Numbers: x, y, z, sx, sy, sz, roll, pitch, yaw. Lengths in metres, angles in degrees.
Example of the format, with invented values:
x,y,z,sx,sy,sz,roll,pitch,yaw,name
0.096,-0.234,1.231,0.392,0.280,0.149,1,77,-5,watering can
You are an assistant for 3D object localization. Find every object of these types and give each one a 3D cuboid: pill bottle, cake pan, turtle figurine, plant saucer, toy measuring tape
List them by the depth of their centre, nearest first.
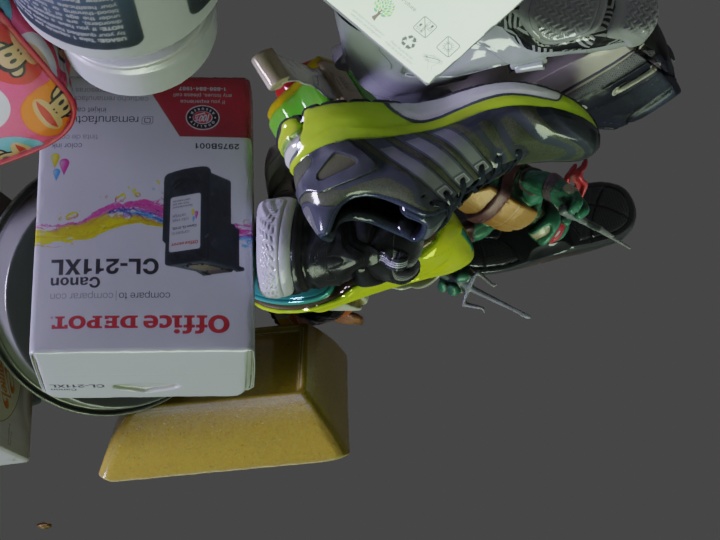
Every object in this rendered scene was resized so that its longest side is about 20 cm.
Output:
x,y,z,sx,sy,sz,roll,pitch,yaw,name
-0.126,-0.176,0.658,0.118,0.121,0.200,-3,156,-1,pill bottle
-0.040,-0.103,0.857,0.073,0.075,0.200,-13,177,20,toy measuring tape
-0.182,0.014,0.996,0.198,0.203,0.037,6,-174,-22,cake pan
0.098,-0.046,1.015,0.198,0.101,0.150,23,133,-19,turtle figurine
-0.110,0.098,1.110,0.197,0.049,0.200,-6,-160,1,plant saucer

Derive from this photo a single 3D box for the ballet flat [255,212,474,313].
x,y,z,sx,sy,sz,roll,pitch,yaw,name
0.000,0.000,0.995,0.199,0.068,0.067,-18,145,37,ballet flat

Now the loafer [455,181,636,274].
x,y,z,sx,sy,sz,roll,pitch,yaw,name
0.128,-0.027,1.104,0.197,0.073,0.063,-7,161,0,loafer

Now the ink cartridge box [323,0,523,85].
x,y,z,sx,sy,sz,roll,pitch,yaw,name
0.068,-0.192,0.681,0.099,0.039,0.199,36,125,-25,ink cartridge box

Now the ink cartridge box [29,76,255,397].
x,y,z,sx,sy,sz,roll,pitch,yaw,name
-0.143,-0.023,0.899,0.144,0.202,0.083,-1,157,-7,ink cartridge box

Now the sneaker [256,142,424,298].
x,y,z,sx,sy,sz,roll,pitch,yaw,name
-0.012,-0.036,0.923,0.112,0.200,0.076,1,113,0,sneaker

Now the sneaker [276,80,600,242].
x,y,z,sx,sy,sz,roll,pitch,yaw,name
0.051,-0.060,0.811,0.197,0.082,0.074,-8,161,-4,sneaker

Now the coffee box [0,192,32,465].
x,y,z,sx,sy,sz,roll,pitch,yaw,name
-0.309,0.040,1.017,0.079,0.202,0.114,-9,156,14,coffee box

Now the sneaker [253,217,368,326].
x,y,z,sx,sy,sz,roll,pitch,yaw,name
-0.049,-0.003,1.137,0.089,0.071,0.200,-14,160,8,sneaker

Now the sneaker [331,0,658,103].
x,y,z,sx,sy,sz,roll,pitch,yaw,name
0.074,-0.148,0.815,0.197,0.076,0.115,4,156,-4,sneaker

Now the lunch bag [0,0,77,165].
x,y,z,sx,sy,sz,roll,pitch,yaw,name
-0.267,-0.130,0.726,0.174,0.083,0.201,-19,140,6,lunch bag

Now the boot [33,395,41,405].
x,y,z,sx,sy,sz,roll,pitch,yaw,name
-0.391,0.088,1.299,0.163,0.066,0.200,4,159,-14,boot

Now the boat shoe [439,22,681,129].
x,y,z,sx,sy,sz,roll,pitch,yaw,name
0.118,-0.113,0.891,0.199,0.075,0.092,-21,144,33,boat shoe
